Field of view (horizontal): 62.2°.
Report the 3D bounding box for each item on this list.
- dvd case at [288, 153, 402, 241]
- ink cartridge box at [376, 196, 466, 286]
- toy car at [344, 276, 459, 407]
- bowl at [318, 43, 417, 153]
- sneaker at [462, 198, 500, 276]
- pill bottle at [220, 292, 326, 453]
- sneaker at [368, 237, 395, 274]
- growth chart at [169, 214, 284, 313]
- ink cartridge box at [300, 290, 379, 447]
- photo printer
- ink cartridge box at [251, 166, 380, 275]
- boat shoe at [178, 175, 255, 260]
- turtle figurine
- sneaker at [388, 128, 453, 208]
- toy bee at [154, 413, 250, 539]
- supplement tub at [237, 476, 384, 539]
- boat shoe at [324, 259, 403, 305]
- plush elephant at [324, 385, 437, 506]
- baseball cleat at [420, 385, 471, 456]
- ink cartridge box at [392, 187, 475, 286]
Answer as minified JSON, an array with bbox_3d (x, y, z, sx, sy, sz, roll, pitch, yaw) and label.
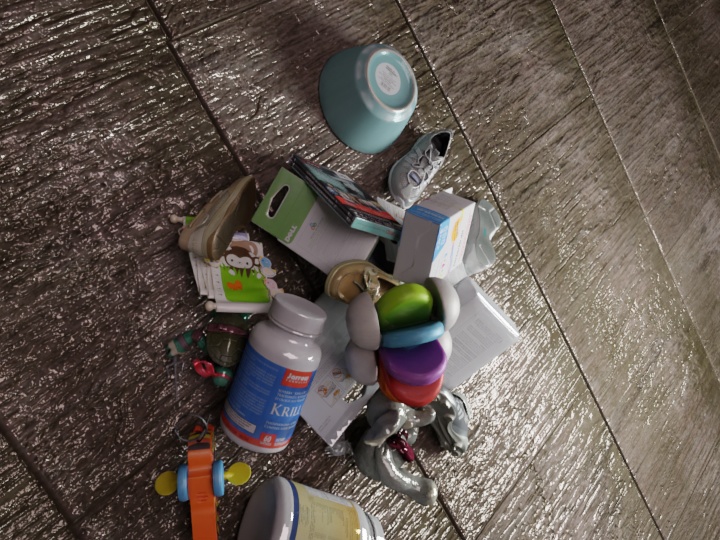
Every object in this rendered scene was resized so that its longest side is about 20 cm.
[{"bbox_3d":[-0.019,-0.119,0.988,0.144,0.200,0.022,13,118,-49],"label":"dvd case"},{"bbox_3d":[0.107,-0.032,1.103,0.195,0.050,0.164,20,42,-27],"label":"ink cartridge box"},{"bbox_3d":[0.071,0.118,0.889,0.169,0.204,0.152,-10,45,-13],"label":"toy car"},{"bbox_3d":[0.030,-0.333,1.109,0.195,0.104,0.209,5,80,-32],"label":"bowl"},{"bbox_3d":[0.236,-0.070,1.227,0.070,0.080,0.203,36,46,-14],"label":"sneaker"},{"bbox_3d":[-0.120,0.143,0.853,0.109,0.112,0.206,15,103,-29],"label":"pill bottle"},{"bbox_3d":[0.001,0.000,1.053,0.200,0.076,0.150,33,64,-26],"label":"sneaker"},{"bbox_3d":[-0.197,-0.011,0.907,0.141,0.018,0.203,-4,51,-36],"label":"growth chart"},{"bbox_3d":[-0.053,0.155,0.980,0.173,0.044,0.200,43,61,2],"label":"ink cartridge box"},{"bbox_3d":[0.169,0.126,1.087,0.165,0.199,0.070,38,20,-32],"label":"photo printer"},{"bbox_3d":[-0.071,-0.069,0.991,0.197,0.059,0.106,33,91,1],"label":"ink cartridge box"},{"bbox_3d":[-0.212,-0.089,0.911,0.063,0.074,0.202,9,38,7],"label":"boat shoe"},{"bbox_3d":[-0.203,0.101,0.897,0.147,0.099,0.207,24,62,-34],"label":"turtle figurine"},{"bbox_3d":[0.117,-0.208,1.151,0.074,0.081,0.203,38,58,-17],"label":"sneaker"},{"bbox_3d":[-0.220,0.278,0.859,0.127,0.109,0.206,17,104,-15],"label":"toy bee"},{"bbox_3d":[-0.073,0.409,0.900,0.196,0.143,0.149,28,68,-26],"label":"supplement tub"},{"bbox_3d":[0.028,0.033,0.957,0.196,0.062,0.075,10,107,-43],"label":"boat shoe"},{"bbox_3d":[0.053,0.262,0.988,0.194,0.158,0.167,16,33,-15],"label":"plush elephant"},{"bbox_3d":[0.158,0.252,1.101,0.108,0.067,0.204,-70,150,-42],"label":"baseball cleat"},{"bbox_3d":[0.134,-0.059,1.004,0.199,0.066,0.119,-32,138,-55],"label":"ink cartridge box"}]
